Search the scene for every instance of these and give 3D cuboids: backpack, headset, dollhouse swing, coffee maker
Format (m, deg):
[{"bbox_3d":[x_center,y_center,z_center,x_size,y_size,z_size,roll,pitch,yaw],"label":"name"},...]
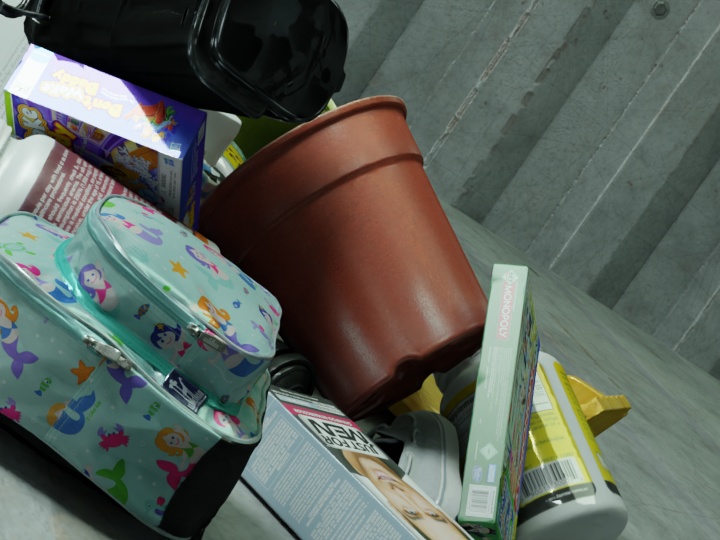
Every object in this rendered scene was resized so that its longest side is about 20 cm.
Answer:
[{"bbox_3d":[-0.146,0.043,0.944,0.199,0.152,0.178,29,11,-5],"label":"backpack"},{"bbox_3d":[-0.101,0.075,1.215,0.123,0.094,0.200,41,-6,9],"label":"headset"},{"bbox_3d":[0.123,0.108,1.526,0.177,0.181,0.200,58,16,16],"label":"dollhouse swing"},{"bbox_3d":[-0.137,-0.170,1.135,0.191,0.136,0.199,-1,6,-43],"label":"coffee maker"}]

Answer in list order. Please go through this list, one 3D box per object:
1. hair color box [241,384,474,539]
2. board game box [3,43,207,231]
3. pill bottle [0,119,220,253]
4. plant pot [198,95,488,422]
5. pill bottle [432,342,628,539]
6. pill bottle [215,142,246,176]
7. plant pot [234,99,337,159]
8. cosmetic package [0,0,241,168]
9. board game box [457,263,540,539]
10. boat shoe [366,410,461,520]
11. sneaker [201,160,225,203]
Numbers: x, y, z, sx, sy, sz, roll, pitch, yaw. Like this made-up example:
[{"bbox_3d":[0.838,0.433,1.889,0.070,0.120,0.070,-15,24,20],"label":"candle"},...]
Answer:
[{"bbox_3d":[0.001,0.163,1.098,0.200,0.061,0.099,42,11,32],"label":"hair color box"},{"bbox_3d":[-0.185,-0.065,1.182,0.133,0.045,0.201,21,-31,5],"label":"board game box"},{"bbox_3d":[-0.206,-0.020,1.108,0.199,0.115,0.114,33,9,-15],"label":"pill bottle"},{"bbox_3d":[0.000,0.000,1.281,0.196,0.200,0.201,58,15,12],"label":"plant pot"},{"bbox_3d":[0.132,0.138,1.336,0.114,0.114,0.201,24,38,-50],"label":"pill bottle"},{"bbox_3d":[-0.162,-0.079,1.563,0.112,0.113,0.200,34,9,-6],"label":"pill bottle"},{"bbox_3d":[-0.089,-0.098,1.774,0.200,0.201,0.184,38,-2,19],"label":"plant pot"},{"bbox_3d":[-0.244,-0.133,1.382,0.164,0.165,0.200,26,14,-49],"label":"cosmetic package"},{"bbox_3d":[0.105,0.115,1.210,0.029,0.202,0.135,4,-27,13],"label":"board game box"},{"bbox_3d":[0.031,0.153,1.268,0.068,0.072,0.200,33,19,-11],"label":"boat shoe"},{"bbox_3d":[-0.183,-0.069,1.273,0.199,0.087,0.075,31,10,-49],"label":"sneaker"}]
